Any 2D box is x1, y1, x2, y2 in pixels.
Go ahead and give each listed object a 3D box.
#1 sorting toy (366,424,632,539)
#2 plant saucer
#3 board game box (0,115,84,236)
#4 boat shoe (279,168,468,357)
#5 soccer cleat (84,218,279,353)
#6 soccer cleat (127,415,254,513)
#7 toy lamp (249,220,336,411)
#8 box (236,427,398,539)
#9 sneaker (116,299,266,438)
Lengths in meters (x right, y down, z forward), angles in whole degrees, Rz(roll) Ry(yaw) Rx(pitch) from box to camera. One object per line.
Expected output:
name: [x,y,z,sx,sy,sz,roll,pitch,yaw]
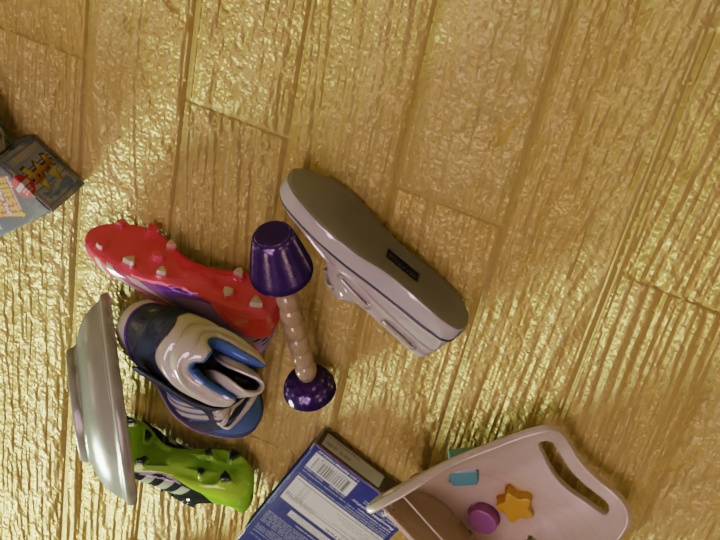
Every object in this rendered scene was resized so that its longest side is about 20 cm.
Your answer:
sorting toy: [0.142,0.220,1.083,0.179,0.107,0.200,-36,101,29]
plant saucer: [-0.248,0.125,1.135,0.050,0.201,0.202,-8,124,-12]
board game box: [-0.369,-0.104,1.125,0.198,0.062,0.202,-5,118,26]
boat shoe: [0.000,0.000,1.015,0.200,0.074,0.065,44,124,-5]
soccer cleat: [-0.168,0.016,1.111,0.198,0.067,0.077,20,132,9]
soccer cleat: [-0.203,0.208,1.250,0.198,0.068,0.082,14,138,15]
toy lamp: [-0.060,0.040,1.056,0.057,0.059,0.201,10,138,18]
box: [-0.039,0.258,1.225,0.121,0.032,0.200,37,127,-1]
sneaker: [-0.123,0.108,1.079,0.146,0.081,0.200,19,156,47]
